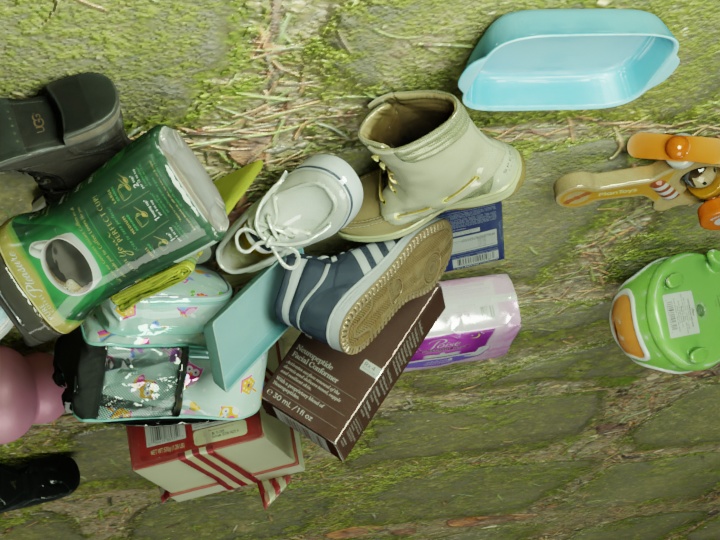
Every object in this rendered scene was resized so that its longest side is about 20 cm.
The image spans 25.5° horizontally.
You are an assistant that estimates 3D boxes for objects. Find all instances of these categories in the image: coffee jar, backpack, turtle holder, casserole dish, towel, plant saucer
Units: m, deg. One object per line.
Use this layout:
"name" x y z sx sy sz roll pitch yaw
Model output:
"coffee jar" -0.213 -0.026 1.286 0.199 0.105 0.085 -30 -166 12
"backpack" -0.187 0.073 1.561 0.198 0.155 0.176 11 -170 -21
"turtle holder" 0.378 0.043 1.886 0.185 0.141 0.131 -44 -164 -33
"casserole dish" 0.174 -0.181 1.345 0.198 0.039 0.121 -3 156 -18
"towel" -0.146 -0.033 1.390 0.086 0.200 0.018 -22 111 27
"plant saucer" -0.096 0.040 1.502 0.019 0.071 0.200 -1 -157 22

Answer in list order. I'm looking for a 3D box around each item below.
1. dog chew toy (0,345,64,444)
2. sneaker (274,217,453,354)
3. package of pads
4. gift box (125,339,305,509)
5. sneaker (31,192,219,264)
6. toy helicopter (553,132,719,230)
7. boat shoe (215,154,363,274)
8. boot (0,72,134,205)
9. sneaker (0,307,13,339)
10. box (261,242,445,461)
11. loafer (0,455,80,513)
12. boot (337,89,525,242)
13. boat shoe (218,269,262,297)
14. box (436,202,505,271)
"dog chew toy" -0.405 0.136 1.722 0.198 0.126 0.125 -8 159 -30
"sneaker" 0.000 0.000 1.535 0.108 0.200 0.071 16 131 33
"package of pads" 0.078 0.064 1.831 0.198 0.076 0.121 -8 159 -9
"gift box" -0.172 0.171 1.815 0.183 0.202 0.187 -10 160 11
"sneaker" -0.216 -0.023 1.480 0.199 0.080 0.074 9 149 -43
"toy helicopter" 0.289 -0.093 1.565 0.198 0.080 0.132 -8 157 1
"boat shoe" -0.078 -0.040 1.462 0.086 0.075 0.201 -45 -167 -36
"boot" -0.265 -0.083 1.323 0.198 0.070 0.174 -13 157 -3
"sneaker" -0.435 0.040 1.523 0.198 0.080 0.131 -17 158 12
"box" -0.006 0.082 1.636 0.100 0.201 0.075 29 164 16
"loafer" -0.476 0.293 2.118 0.198 0.074 0.072 -1 160 -21
"boot" 0.031 -0.095 1.439 0.198 0.073 0.154 -16 154 25
"boat shoe" -0.101 0.032 1.684 0.198 0.063 0.073 -11 158 -1
"box" 0.086 -0.047 1.626 0.120 0.033 0.200 -12 159 1
